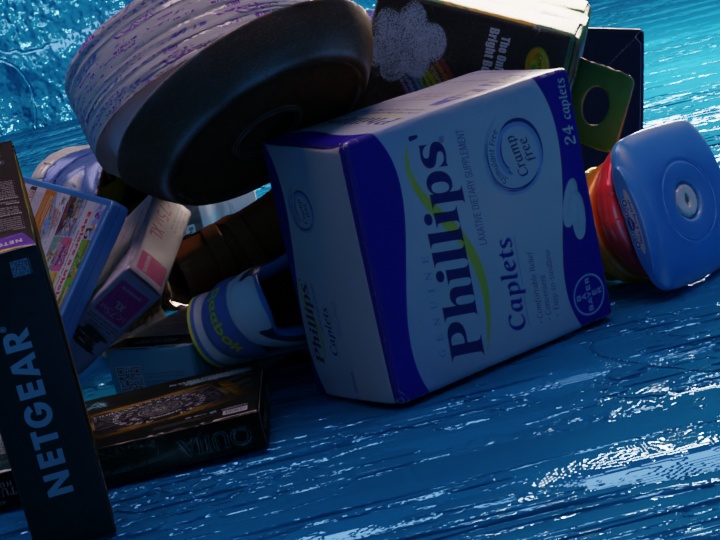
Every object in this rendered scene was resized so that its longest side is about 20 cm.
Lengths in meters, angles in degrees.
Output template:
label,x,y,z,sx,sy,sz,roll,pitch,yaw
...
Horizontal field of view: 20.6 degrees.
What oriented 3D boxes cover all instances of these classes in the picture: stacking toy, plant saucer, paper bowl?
label,x,y,z,sx,sy,sz,roll,pitch,yaw
stacking toy,0.172,-0.032,1.499,0.109,0.117,0.199,-20,2,-42
plant saucer,-0.069,-0.104,1.334,0.200,0.035,0.200,-29,-20,-11
paper bowl,-0.106,-0.130,1.444,0.200,0.105,0.201,-24,-16,-7

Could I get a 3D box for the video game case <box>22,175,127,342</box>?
label,x,y,z,sx,sy,sz,roll,pitch,yaw
video game case,-0.252,0.004,1.479,0.018,0.144,0.200,28,-7,-34

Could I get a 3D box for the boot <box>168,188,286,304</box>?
label,x,y,z,sx,sy,sz,roll,pitch,yaw
boot,-0.067,-0.039,1.465,0.155,0.077,0.200,-22,-6,-17

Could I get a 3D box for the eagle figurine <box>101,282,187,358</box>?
label,x,y,z,sx,sy,sz,roll,pitch,yaw
eagle figurine,-0.163,-0.001,1.692,0.152,0.151,0.200,44,10,29

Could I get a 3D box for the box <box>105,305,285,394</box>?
label,x,y,z,sx,sy,sz,roll,pitch,yaw
box,-0.097,0.048,1.500,0.082,0.049,0.200,-5,15,34

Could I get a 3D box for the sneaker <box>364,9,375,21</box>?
label,x,y,z,sx,sy,sz,roll,pitch,yaw
sneaker,-0.012,-0.152,1.678,0.089,0.201,0.079,14,48,-2

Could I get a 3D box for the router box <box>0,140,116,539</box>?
label,x,y,z,sx,sy,sz,roll,pitch,yaw
router box,-0.203,0.044,1.195,0.052,0.201,0.157,-15,29,-8

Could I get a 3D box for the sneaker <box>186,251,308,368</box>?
label,x,y,z,sx,sy,sz,roll,pitch,yaw
sneaker,-0.026,0.019,1.431,0.199,0.074,0.082,-18,-12,-40

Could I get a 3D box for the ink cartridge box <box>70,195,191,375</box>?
label,x,y,z,sx,sy,sz,roll,pitch,yaw
ink cartridge box,-0.210,0.036,1.483,0.200,0.042,0.120,-40,19,27

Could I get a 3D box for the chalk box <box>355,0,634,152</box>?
label,x,y,z,sx,sy,sz,roll,pitch,yaw
chalk box,0.105,-0.146,1.502,0.199,0.125,0.124,15,22,5

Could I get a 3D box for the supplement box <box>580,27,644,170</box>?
label,x,y,z,sx,sy,sz,roll,pitch,yaw
supplement box,0.128,-0.141,1.751,0.199,0.135,0.200,1,1,-9

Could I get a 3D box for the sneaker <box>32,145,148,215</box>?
label,x,y,z,sx,sy,sz,roll,pitch,yaw
sneaker,-0.173,-0.089,1.616,0.089,0.079,0.200,12,42,36

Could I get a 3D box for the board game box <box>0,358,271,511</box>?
label,x,y,z,sx,sy,sz,roll,pitch,yaw
board game box,-0.159,0.110,1.334,0.199,0.028,0.135,-13,12,2

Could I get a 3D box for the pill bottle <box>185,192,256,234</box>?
label,x,y,z,sx,sy,sz,roll,pitch,yaw
pill bottle,-0.205,-0.049,1.905,0.199,0.114,0.114,-17,13,-18

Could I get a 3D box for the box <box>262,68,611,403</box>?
label,x,y,z,sx,sy,sz,roll,pitch,yaw
box,0.056,-0.027,1.363,0.199,0.185,0.105,-21,16,-32
